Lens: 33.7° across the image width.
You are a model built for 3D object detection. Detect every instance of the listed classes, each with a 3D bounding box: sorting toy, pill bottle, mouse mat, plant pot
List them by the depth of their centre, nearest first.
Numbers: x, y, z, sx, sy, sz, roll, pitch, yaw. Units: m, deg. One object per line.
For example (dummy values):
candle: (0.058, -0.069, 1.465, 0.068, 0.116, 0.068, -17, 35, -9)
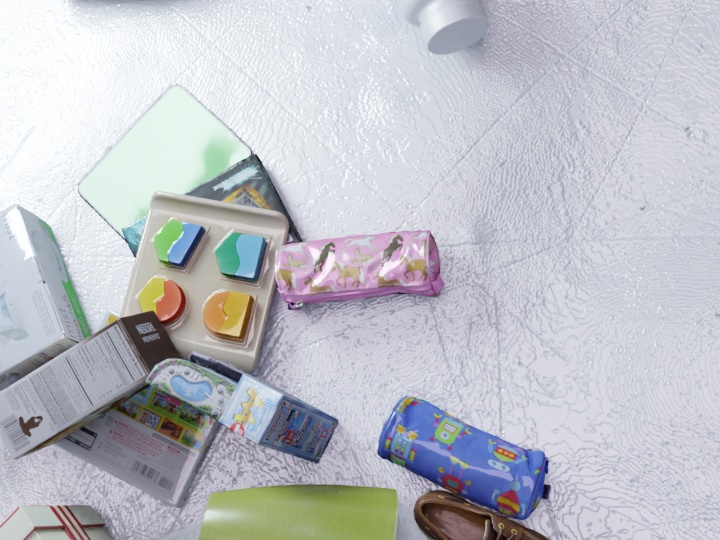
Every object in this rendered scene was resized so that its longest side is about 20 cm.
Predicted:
plant pot: (-0.076, 0.309, 1.280, 0.199, 0.187, 0.188, 12, 79, -3)
sorting toy: (-0.196, 0.011, 1.454, 0.184, 0.036, 0.201, 10, 82, 12)
pill bottle: (0.089, -0.376, 1.481, 0.112, 0.112, 0.201, -21, 74, 6)
mouse mat: (-0.256, -0.129, 1.548, 0.161, 0.008, 0.200, 43, 87, 18)

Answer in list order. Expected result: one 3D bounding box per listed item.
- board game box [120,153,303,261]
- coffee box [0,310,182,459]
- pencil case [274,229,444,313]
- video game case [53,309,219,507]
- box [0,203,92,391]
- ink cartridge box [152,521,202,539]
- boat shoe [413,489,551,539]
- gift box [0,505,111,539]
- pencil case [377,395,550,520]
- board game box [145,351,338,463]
board game box: (-0.187, -0.042, 1.496, 0.199, 0.028, 0.136, -29, 76, 3)
coffee box: (-0.323, 0.133, 1.398, 0.199, 0.114, 0.080, -31, 87, 10)
pencil case: (0.000, 0.000, 1.422, 0.199, 0.083, 0.087, -7, 89, 9)
video game case: (-0.268, 0.168, 1.469, 0.199, 0.023, 0.183, 23, 82, 17)
box: (-0.451, 0.050, 1.487, 0.176, 0.097, 0.201, -29, 67, 5)
ink cartridge box: (-0.176, 0.380, 1.396, 0.199, 0.050, 0.163, -24, 72, 24)
boat shoe: (0.147, 0.306, 1.322, 0.199, 0.068, 0.072, 24, 82, 16)
gift box: (-0.377, 0.381, 1.351, 0.200, 0.185, 0.187, -42, 71, 0)
pencil case: (0.120, 0.210, 1.346, 0.199, 0.078, 0.087, 22, 57, 16)
board game box: (-0.132, 0.147, 1.336, 0.199, 0.200, 0.062, 26, 83, 7)
